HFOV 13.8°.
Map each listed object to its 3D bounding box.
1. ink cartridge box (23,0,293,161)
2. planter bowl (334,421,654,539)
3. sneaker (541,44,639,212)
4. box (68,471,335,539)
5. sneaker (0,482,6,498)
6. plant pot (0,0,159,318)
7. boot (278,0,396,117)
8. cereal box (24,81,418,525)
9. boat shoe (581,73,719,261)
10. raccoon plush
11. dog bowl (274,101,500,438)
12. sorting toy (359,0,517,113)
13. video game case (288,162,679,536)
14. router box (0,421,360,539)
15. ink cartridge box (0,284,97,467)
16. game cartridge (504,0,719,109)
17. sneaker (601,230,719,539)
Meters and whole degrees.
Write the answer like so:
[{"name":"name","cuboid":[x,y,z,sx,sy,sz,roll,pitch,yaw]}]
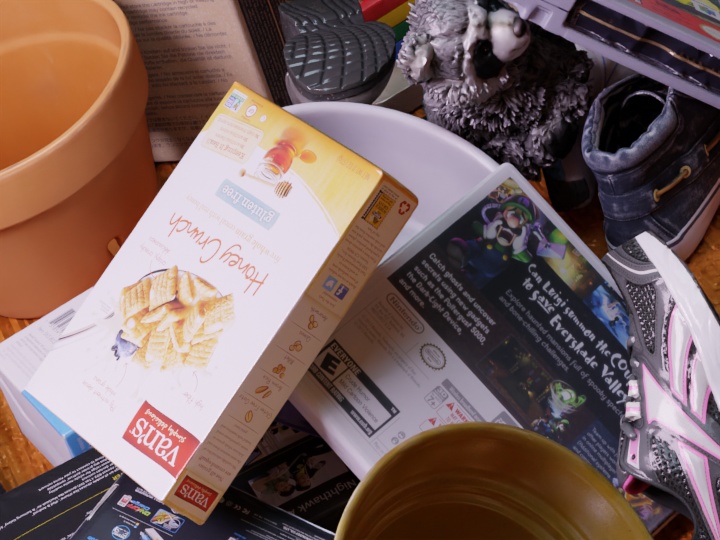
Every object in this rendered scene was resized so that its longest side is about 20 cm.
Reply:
[{"name":"ink cartridge box","cuboid":[-0.146,-0.156,1.960,0.199,0.165,0.075,-1,35,26]},{"name":"planter bowl","cuboid":[0.052,0.181,1.427,0.083,0.200,0.201,-36,13,52]},{"name":"sneaker","cuboid":[0.152,-0.112,1.828,0.086,0.075,0.201,-2,40,10]},{"name":"box","cuboid":[-0.068,0.191,1.490,0.199,0.046,0.159,23,52,19]},{"name":"sneaker","cuboid":[-0.270,0.110,1.744,0.084,0.075,0.200,-31,35,-13]},{"name":"plant pot","cuboid":[-0.214,-0.065,1.887,0.199,0.140,0.201,-14,39,12]},{"name":"boot","cuboid":[-0.008,-0.086,1.806,0.067,0.131,0.200,-8,18,-3]},{"name":"cereal box","cuboid":[-0.074,0.014,1.531,0.144,0.039,0.201,32,87,47]},{"name":"boat shoe","cuboid":[0.191,-0.093,1.759,0.070,0.091,0.201,0,40,28]},{"name":"raccoon plush","cuboid":[0.040,-0.099,1.737,0.200,0.133,0.097,-39,45,38]},{"name":"dog bowl","cuboid":[0.000,0.000,1.652,0.199,0.079,0.201,9,42,-9]},{"name":"sorting toy","cuboid":[0.033,-0.207,2.018,0.198,0.070,0.200,-33,36,-17]},{"name":"video game case","cuboid":[0.079,0.069,1.548,0.182,0.023,0.200,-39,81,-24]},{"name":"router box","cuboid":[-0.098,0.141,1.629,0.199,0.051,0.149,-27,36,-8]},{"name":"ink cartridge box","cuboid":[-0.104,0.044,1.751,0.199,0.068,0.115,-32,37,-15]},{"name":"game cartridge","cuboid":[0.164,-0.154,1.728,0.041,0.199,0.133,-61,20,20]},{"name":"sneaker","cuboid":[0.161,0.073,1.512,0.086,0.080,0.201,-28,61,7]}]
